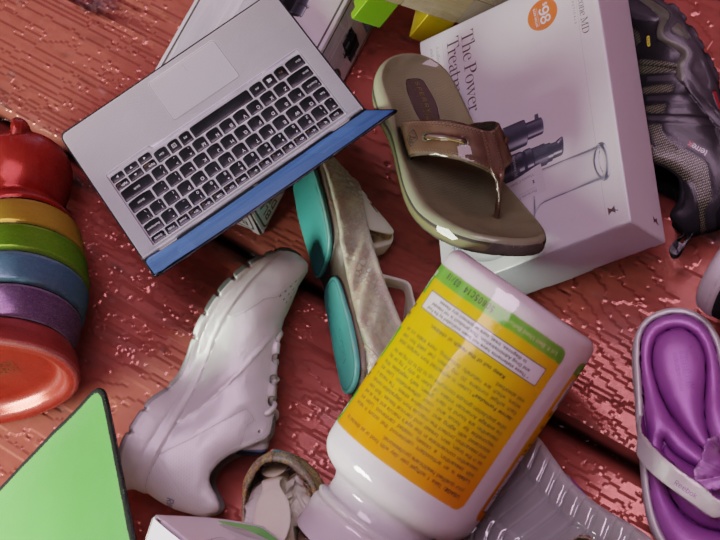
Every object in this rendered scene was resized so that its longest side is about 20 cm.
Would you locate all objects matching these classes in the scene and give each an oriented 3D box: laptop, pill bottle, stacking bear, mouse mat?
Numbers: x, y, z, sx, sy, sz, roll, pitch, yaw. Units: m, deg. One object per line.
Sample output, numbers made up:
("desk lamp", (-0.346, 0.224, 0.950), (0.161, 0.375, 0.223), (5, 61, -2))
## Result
("laptop", (-0.095, -0.097, 1.314), (0.187, 0.116, 0.200), (-34, 64, -5))
("pill bottle", (0.048, 0.098, 1.228), (0.111, 0.111, 0.201), (35, 92, 24))
("stacking bear", (-0.247, -0.010, 1.384), (0.113, 0.122, 0.201), (-8, 57, 11))
("mouse mat", (-0.210, 0.191, 1.263), (0.200, 0.007, 0.162), (-45, 43, 29))

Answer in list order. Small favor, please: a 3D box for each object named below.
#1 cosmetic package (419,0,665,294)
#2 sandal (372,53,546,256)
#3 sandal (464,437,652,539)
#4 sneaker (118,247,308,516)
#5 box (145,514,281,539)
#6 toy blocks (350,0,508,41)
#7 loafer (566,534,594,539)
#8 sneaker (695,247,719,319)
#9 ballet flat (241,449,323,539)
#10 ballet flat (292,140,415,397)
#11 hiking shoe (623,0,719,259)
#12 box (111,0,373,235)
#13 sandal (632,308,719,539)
("cosmetic package", (0.120, -0.091, 1.335), (0.150, 0.052, 0.201), (-21, 60, 31))
("sandal", (0.060, -0.083, 1.286), (0.079, 0.058, 0.202), (-4, 47, -28))
("sandal", (0.119, 0.163, 1.257), (0.083, 0.050, 0.203), (-52, 53, 4))
("sneaker", (-0.086, 0.078, 1.337), (0.087, 0.075, 0.201), (29, 81, 10))
("box", (-0.065, 0.264, 1.148), (0.200, 0.096, 0.178), (26, 100, 48))
("toy blocks", (0.027, -0.256, 1.401), (0.100, 0.199, 0.137), (-46, 45, 37))
("loafer", (0.076, 0.215, 1.184), (0.199, 0.071, 0.073), (-33, 35, 26))
("sneaker", (0.321, -0.015, 1.270), (0.200, 0.073, 0.112), (-40, 65, -16))
("ballet flat", (-0.046, 0.210, 1.261), (0.070, 0.071, 0.201), (-10, 65, 7))
("ballet flat", (0.000, 0.000, 1.358), (0.062, 0.068, 0.201), (-4, 66, -21))
("hiking shoe", (0.200, -0.108, 1.344), (0.100, 0.076, 0.201), (-28, 64, -5))
("box", (-0.081, -0.140, 1.428), (0.116, 0.060, 0.201), (22, 73, 20))
("sandal", (0.213, 0.115, 1.247), (0.082, 0.050, 0.204), (-17, 63, 5))
